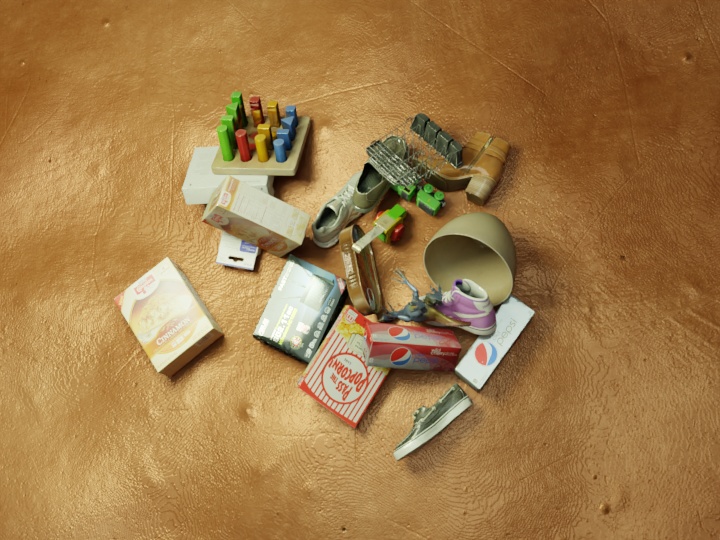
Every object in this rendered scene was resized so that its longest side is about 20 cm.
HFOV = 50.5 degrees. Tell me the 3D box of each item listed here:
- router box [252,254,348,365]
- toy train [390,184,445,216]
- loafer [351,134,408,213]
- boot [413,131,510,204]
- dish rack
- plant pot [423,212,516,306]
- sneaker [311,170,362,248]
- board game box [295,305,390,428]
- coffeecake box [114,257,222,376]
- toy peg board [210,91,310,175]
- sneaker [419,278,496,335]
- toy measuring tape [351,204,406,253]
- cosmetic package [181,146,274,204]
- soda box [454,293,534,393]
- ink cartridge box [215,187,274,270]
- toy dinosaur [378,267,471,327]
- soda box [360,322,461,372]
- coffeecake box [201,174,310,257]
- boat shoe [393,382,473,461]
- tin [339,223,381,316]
[{"bbox_3d":[-0.126,0.088,1.666,0.147,0.062,0.204,22,79,13],"label":"router box"},{"bbox_3d":[0.103,-0.192,1.721,0.198,0.042,0.057,35,67,15],"label":"toy train"},{"bbox_3d":[0.046,-0.220,1.676,0.074,0.070,0.203,24,71,13],"label":"loafer"},{"bbox_3d":[0.229,-0.254,1.711,0.196,0.077,0.158,24,74,21],"label":"boot"},{"bbox_3d":[0.113,-0.249,1.636,0.198,0.055,0.153,-35,64,-26],"label":"dish rack"},{"bbox_3d":[0.246,-0.042,1.605,0.196,0.203,0.136,23,51,13],"label":"plant pot"},{"bbox_3d":[-0.038,-0.145,1.704,0.075,0.092,0.202,32,80,15],"label":"sneaker"},{"bbox_3d":[-0.022,0.201,1.603,0.150,0.046,0.203,34,81,-10],"label":"board game box"},{"bbox_3d":[-0.425,0.102,1.688,0.152,0.073,0.201,-37,73,-3],"label":"coffeecake box"},{"bbox_3d":[-0.229,-0.319,1.729,0.193,0.099,0.203,2,46,9],"label":"toy peg board"},{"bbox_3d":[0.188,0.057,1.583,0.196,0.116,0.073,9,45,36],"label":"sneaker"},{"bbox_3d":[0.041,-0.077,1.665,0.073,0.074,0.200,35,49,14],"label":"toy measuring tape"},{"bbox_3d":[-0.296,-0.222,1.747,0.194,0.053,0.153,-2,43,6],"label":"cosmetic package"},{"bbox_3d":[0.280,0.153,1.596,0.068,0.064,0.201,35,81,15],"label":"soda box"},{"bbox_3d":[-0.264,-0.102,1.752,0.092,0.037,0.206,9,73,9],"label":"ink cartridge box"},{"bbox_3d":[0.108,0.095,1.580,0.104,0.182,0.201,-38,79,-23],"label":"toy dinosaur"},{"bbox_3d":[0.103,0.158,1.566,0.194,0.065,0.071,5,29,-16],"label":"soda box"},{"bbox_3d":[-0.227,-0.113,1.645,0.196,0.153,0.075,25,72,-18],"label":"coffeecake box"},{"bbox_3d":[0.139,0.312,1.571,0.198,0.071,0.064,-36,74,-12],"label":"boat shoe"},{"bbox_3d":[0.000,0.000,1.647,0.041,0.111,0.205,-20,66,23],"label":"tin"}]
